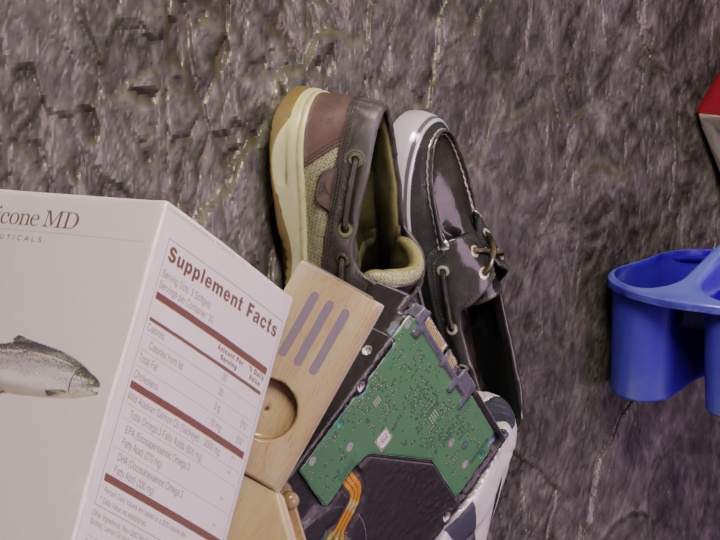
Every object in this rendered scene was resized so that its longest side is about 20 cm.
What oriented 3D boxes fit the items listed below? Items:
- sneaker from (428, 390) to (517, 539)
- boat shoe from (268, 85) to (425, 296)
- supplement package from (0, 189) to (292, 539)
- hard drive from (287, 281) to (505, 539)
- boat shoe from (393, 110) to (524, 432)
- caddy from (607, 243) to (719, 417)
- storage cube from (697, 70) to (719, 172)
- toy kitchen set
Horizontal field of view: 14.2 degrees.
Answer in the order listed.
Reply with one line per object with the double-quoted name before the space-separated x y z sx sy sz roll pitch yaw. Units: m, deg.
"sneaker" 0.042 0.175 1.606 0.199 0.079 0.130 -67 148 -26
"boat shoe" 0.000 -0.001 1.517 0.072 0.066 0.201 -45 132 -50
"supplement package" -0.127 0.078 1.254 0.117 0.117 0.200 39 61 -54
"hard drive" -0.014 0.122 1.489 0.200 0.038 0.140 -53 141 -17
"boat shoe" 0.056 0.004 1.625 0.069 0.057 0.200 -41 129 -51
"caddy" 0.242 0.027 1.873 0.200 0.141 0.105 -15 113 -59
"storage cube" 0.365 -0.102 2.018 0.180 0.200 0.171 -56 141 -31
"toy kitchen set" 0.015 0.121 1.302 0.181 0.200 0.163 -61 180 0
